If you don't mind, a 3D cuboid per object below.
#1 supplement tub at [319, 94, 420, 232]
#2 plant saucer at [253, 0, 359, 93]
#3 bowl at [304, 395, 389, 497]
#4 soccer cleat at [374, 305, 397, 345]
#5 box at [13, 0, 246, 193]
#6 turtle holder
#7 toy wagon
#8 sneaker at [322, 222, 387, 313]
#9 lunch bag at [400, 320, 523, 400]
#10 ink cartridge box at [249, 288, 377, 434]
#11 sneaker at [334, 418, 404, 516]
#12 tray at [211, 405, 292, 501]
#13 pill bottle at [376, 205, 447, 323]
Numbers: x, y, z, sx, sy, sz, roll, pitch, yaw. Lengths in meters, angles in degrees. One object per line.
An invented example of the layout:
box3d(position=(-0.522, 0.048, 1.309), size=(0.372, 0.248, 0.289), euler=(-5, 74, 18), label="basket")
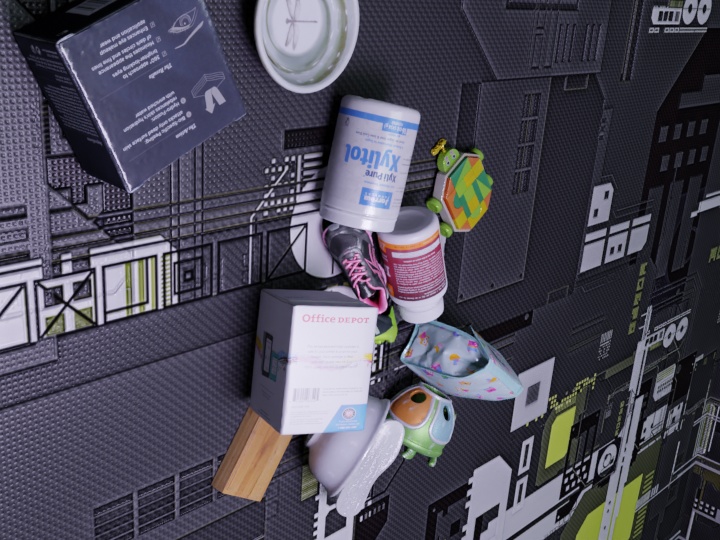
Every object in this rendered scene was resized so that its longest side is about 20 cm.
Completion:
box3d(position=(0.014, -0.173, 1.368), size=(0.132, 0.132, 0.201), euler=(0, 105, -47), label="supplement tub")
box3d(position=(-0.087, -0.363, 1.236), size=(0.200, 0.050, 0.201), euler=(-22, 122, -40), label="plant saucer")
box3d(position=(-0.037, 0.294, 1.515), size=(0.201, 0.090, 0.201), euler=(-57, -177, 5), label="bowl")
box3d(position=(-0.014, 0.100, 1.517), size=(0.200, 0.067, 0.081), euler=(-3, 86, -44), label="soccer cleat")
box3d(position=(-0.273, -0.237, 1.036), size=(0.197, 0.117, 0.200), euler=(-41, 132, -29), label="box")
box3d(position=(0.131, 0.302, 1.680), size=(0.185, 0.141, 0.132), euler=(29, 93, -27), label="turtle holder")
box3d(position=(0.187, -0.165, 1.630), size=(0.155, 0.040, 0.200), euler=(-50, 136, -21), label="toy wagon")
box3d(position=(0.000, 0.000, 1.443), size=(0.079, 0.096, 0.200), euler=(-23, 133, 10), label="sneaker")
box3d(position=(0.209, 0.185, 1.677), size=(0.170, 0.200, 0.122), euler=(41, 67, -47), label="lunch bag")
box3d(position=(-0.077, 0.139, 1.349), size=(0.146, 0.146, 0.201), euler=(3, 97, -28), label="ink cartridge box")
box3d(position=(0.005, 0.353, 1.604), size=(0.074, 0.116, 0.200), euler=(32, 92, -14), label="sneaker")
box3d(position=(-0.166, 0.288, 1.445), size=(0.099, 0.037, 0.200), euler=(32, 81, -49), label="tray")
box3d(position=(0.098, -0.007, 1.545), size=(0.113, 0.113, 0.200), euler=(-36, 130, -32), label="pill bottle")
